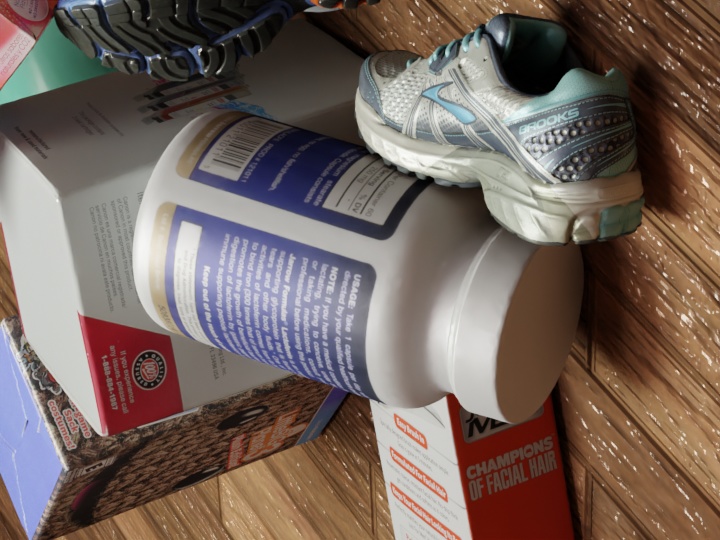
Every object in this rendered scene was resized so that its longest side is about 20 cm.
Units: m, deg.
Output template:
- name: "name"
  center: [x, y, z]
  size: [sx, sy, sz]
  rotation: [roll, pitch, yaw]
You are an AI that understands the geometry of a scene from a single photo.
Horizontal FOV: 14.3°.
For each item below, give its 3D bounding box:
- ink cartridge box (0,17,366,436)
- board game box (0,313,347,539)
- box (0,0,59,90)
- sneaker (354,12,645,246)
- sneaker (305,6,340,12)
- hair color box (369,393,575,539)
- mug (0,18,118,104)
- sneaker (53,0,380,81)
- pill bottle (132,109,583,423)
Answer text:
- name: "ink cartridge box"
  center: [-0.081, -0.028, 1.547]
  size: [0.145, 0.199, 0.146]
  rotation: [-139, 36, -58]
- name: "board game box"
  center: [-0.114, 0.066, 1.710]
  size: [0.097, 0.199, 0.160]
  rotation: [64, 159, 15]
- name: "box"
  center: [-0.232, -0.115, 1.493]
  size: [0.094, 0.103, 0.200]
  rotation: [36, 132, -10]
- name: "sneaker"
  center: [0.067, -0.082, 1.325]
  size: [0.200, 0.077, 0.087]
  rotation: [30, 123, 51]
- name: "sneaker"
  center: [-0.052, -0.202, 1.499]
  size: [0.200, 0.073, 0.071]
  rotation: [49, 153, 47]
- name: "hair color box"
  center: [0.062, 0.127, 1.508]
  size: [0.111, 0.064, 0.201]
  rotation: [35, 140, 60]
- name: "mug"
  center: [-0.134, -0.104, 1.680]
  size: [0.115, 0.151, 0.185]
  rotation: [64, 166, 16]
- name: "sneaker"
  center: [-0.056, -0.156, 1.416]
  size: [0.075, 0.199, 0.079]
  rotation: [66, -172, -53]
- name: "pill bottle"
  center: [0.000, 0.000, 1.383]
  size: [0.199, 0.116, 0.116]
  rotation: [18, 131, 26]
